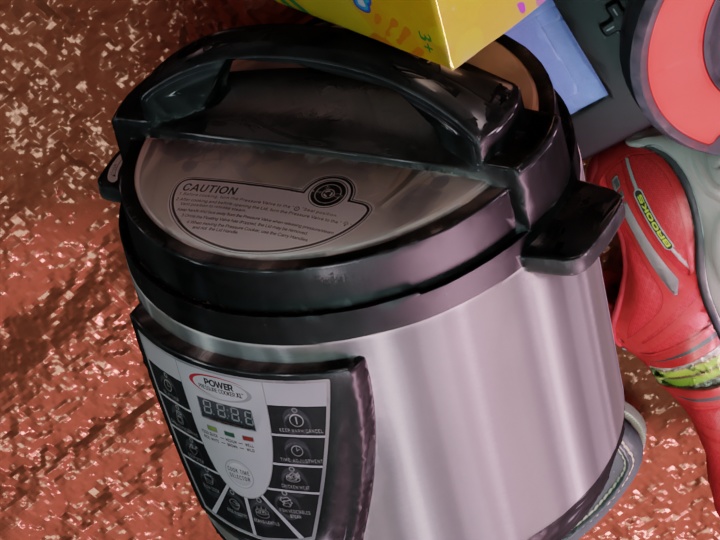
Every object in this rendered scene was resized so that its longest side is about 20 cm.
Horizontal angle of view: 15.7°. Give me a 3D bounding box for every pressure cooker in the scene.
[{"bbox_3d":[0.001,-0.002,0.963,0.175,0.179,0.201,-17,125,-6],"label":"pressure cooker"}]

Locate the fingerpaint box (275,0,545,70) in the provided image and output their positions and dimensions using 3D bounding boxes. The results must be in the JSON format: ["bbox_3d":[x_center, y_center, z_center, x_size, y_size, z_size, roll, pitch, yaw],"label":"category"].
[{"bbox_3d":[-0.023,-0.186,0.878,0.073,0.166,0.201,-37,132,-28],"label":"fingerpaint box"}]

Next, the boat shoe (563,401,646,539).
[{"bbox_3d":[0.053,0.131,1.178,0.200,0.062,0.073,-39,118,25],"label":"boat shoe"}]

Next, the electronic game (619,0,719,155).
[{"bbox_3d":[0.188,-0.113,0.967,0.199,0.042,0.201,-18,147,-12],"label":"electronic game"}]

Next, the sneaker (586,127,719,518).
[{"bbox_3d":[0.140,0.023,1.105,0.084,0.077,0.201,0,124,24],"label":"sneaker"}]

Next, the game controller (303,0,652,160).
[{"bbox_3d":[0.037,-0.074,1.039,0.199,0.042,0.105,-27,122,18],"label":"game controller"}]
